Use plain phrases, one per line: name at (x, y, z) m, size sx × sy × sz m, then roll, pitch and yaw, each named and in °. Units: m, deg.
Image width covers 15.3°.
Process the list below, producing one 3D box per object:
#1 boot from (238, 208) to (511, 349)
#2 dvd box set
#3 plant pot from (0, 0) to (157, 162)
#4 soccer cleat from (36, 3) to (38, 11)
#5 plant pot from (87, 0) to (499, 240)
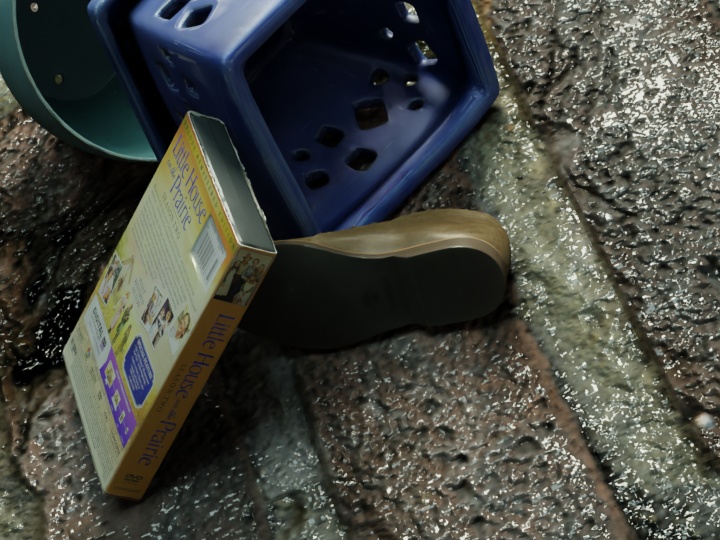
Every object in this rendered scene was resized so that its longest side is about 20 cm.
boot at (0.000, 0.000, 1.714) m, size 0.199 × 0.074 × 0.076 m, roll -4°, pitch 28°, yaw 13°
dvd box set at (-0.122, 0.022, 1.666) m, size 0.200 × 0.029 × 0.147 m, roll -60°, pitch 32°, yaw 26°
plant pot at (-0.184, -0.173, 1.910) m, size 0.200 × 0.200 × 0.135 m, roll -46°, pitch 21°, yaw -25°
soccer cleat at (-0.185, -0.236, 2.069) m, size 0.073 × 0.068 × 0.200 m, roll 16°, pitch 46°, yaw 8°
plant pot at (-0.053, -0.148, 1.786) m, size 0.179 × 0.200 × 0.200 m, roll 21°, pitch 58°, yaw 40°
